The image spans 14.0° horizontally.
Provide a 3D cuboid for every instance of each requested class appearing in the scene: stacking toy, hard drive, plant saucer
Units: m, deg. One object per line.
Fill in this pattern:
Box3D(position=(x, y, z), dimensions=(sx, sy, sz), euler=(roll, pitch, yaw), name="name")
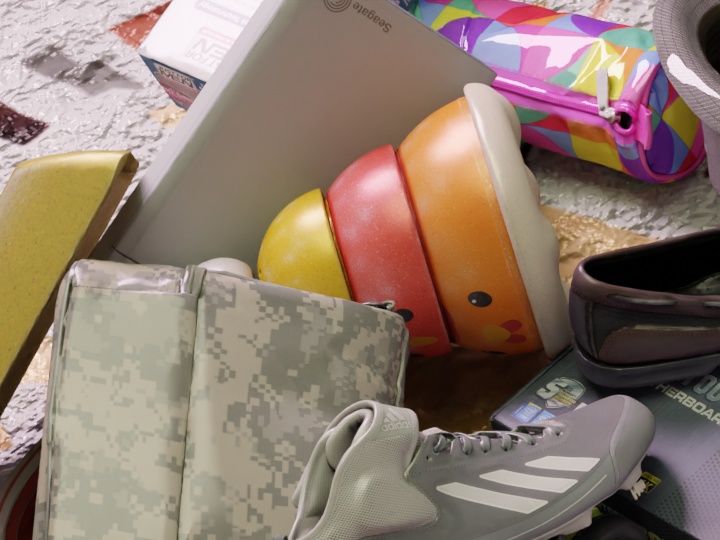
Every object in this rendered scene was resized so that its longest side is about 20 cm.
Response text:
Box3D(position=(0.000, 0.000, 1.489), dimensions=(0.200, 0.146, 0.146), euler=(-18, 40, 4), name="stacking toy")
Box3D(position=(-0.035, -0.053, 1.518), dimensions=(0.200, 0.132, 0.027), euler=(-55, 33, 6), name="hard drive")
Box3D(position=(-0.181, 0.020, 1.473), dimensions=(0.048, 0.200, 0.200), euler=(29, 89, -2), name="plant saucer")

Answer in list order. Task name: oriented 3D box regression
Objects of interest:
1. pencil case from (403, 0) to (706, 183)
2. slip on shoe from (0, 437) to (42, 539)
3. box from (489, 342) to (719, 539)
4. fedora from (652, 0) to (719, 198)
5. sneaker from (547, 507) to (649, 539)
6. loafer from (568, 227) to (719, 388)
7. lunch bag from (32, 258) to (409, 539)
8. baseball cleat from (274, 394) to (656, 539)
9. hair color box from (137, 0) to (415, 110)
Box3D(position=(0.103, -0.107, 1.627), dimensions=(0.200, 0.088, 0.088), euler=(17, 52, 38), name="pencil case")
Box3D(position=(-0.100, 0.096, 1.494), dimensions=(0.200, 0.074, 0.061), euler=(-28, 44, -18), name="slip on shoe")
Box3D(position=(0.186, 0.078, 1.417), dimensions=(0.158, 0.051, 0.200), euler=(-38, 44, -22), name="box")
Box3D(position=(0.236, -0.076, 1.519), dimensions=(0.177, 0.090, 0.200), euler=(-8, 37, -23), name="fedora")
Box3D(position=(0.057, 0.183, 1.353), dimensions=(0.200, 0.072, 0.083), euler=(-39, 25, -26), name="sneaker")
Box3D(position=(0.197, 0.002, 1.410), dimensions=(0.200, 0.063, 0.072), euler=(-15, 38, -1), name="loafer")
Box3D(position=(-0.062, 0.104, 1.388), dimensions=(0.168, 0.139, 0.200), euler=(3, 67, 3), name="lunch bag")
Box3D(position=(0.049, 0.089, 1.326), dimensions=(0.200, 0.107, 0.070), euler=(-35, 14, -31), name="baseball cleat")
Box3D(position=(-0.024, -0.169, 1.643), dimensions=(0.100, 0.061, 0.200), euler=(25, 72, 33), name="hair color box")
